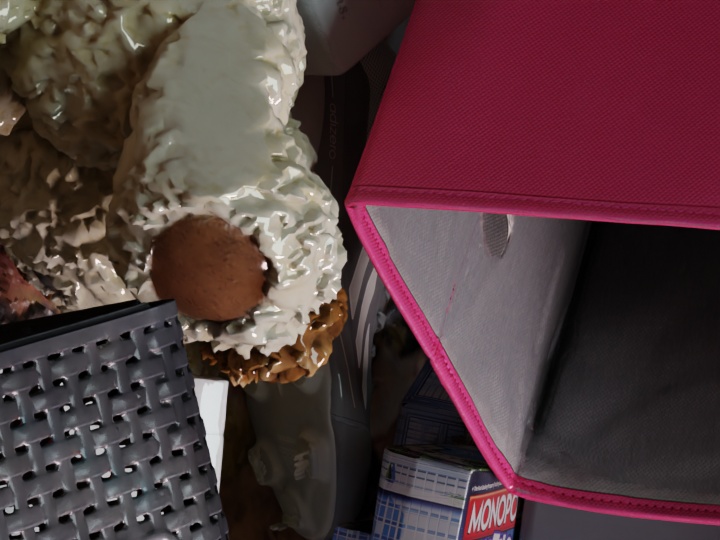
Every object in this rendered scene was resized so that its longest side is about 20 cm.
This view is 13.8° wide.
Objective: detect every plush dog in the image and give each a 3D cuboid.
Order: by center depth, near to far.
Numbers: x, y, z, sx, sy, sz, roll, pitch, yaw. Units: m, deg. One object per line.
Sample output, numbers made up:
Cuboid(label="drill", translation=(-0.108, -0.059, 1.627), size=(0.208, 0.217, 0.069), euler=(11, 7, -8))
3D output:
Cuboid(label="plush dog", translation=(-0.076, -0.044, 0.953), size=(0.161, 0.200, 0.172), euler=(-55, 167, -34))

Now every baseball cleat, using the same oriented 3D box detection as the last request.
Cuboid(label="baseball cleat", translation=(0.000, 0.000, 1.134), size=(0.106, 0.070, 0.200), euler=(-14, 105, -32))

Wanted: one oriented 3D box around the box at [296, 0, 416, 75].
Cuboid(label="box", translation=(-0.031, -0.201, 1.040), size=(0.200, 0.131, 0.199), euler=(-45, 125, -38))

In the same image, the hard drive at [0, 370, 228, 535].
Cuboid(label="hard drive", translation=(-0.118, 0.131, 0.991), size=(0.132, 0.026, 0.200), euler=(5, 89, -8))

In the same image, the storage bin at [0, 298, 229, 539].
Cuboid(label="storage bin", translation=(-0.149, 0.074, 0.861), size=(0.135, 0.200, 0.094), euler=(-17, 96, -48))

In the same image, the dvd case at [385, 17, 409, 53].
Cuboid(label="dvd case", translation=(0.086, -0.125, 1.180), size=(0.018, 0.142, 0.200), euler=(35, 66, -63))

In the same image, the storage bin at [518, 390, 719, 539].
Cuboid(label="storage bin", translation=(0.146, 0.070, 1.143), size=(0.200, 0.134, 0.146), euler=(-36, 135, -68))

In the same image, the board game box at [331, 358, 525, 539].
Cuboid(label="board game box", translation=(0.031, 0.118, 1.134), size=(0.200, 0.062, 0.200), euler=(13, 87, -74))

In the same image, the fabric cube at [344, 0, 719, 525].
Cuboid(label="fabric cube", translation=(0.135, -0.045, 0.994), size=(0.200, 0.196, 0.200), euler=(61, 39, -52))
